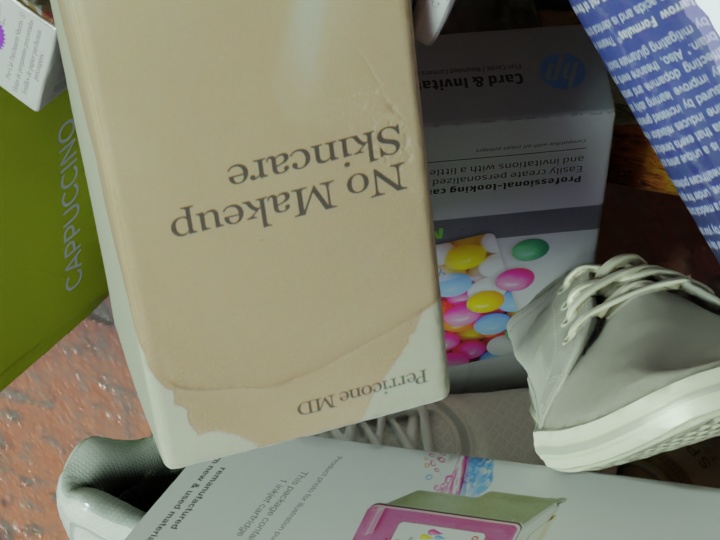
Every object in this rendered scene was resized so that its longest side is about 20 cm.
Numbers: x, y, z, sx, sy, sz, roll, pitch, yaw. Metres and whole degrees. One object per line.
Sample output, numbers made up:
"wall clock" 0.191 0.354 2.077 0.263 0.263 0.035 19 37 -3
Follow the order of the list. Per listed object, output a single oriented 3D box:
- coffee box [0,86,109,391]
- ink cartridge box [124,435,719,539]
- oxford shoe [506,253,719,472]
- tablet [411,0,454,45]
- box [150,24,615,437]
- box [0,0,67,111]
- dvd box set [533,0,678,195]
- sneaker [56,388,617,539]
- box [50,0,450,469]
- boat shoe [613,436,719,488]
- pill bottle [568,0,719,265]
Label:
"coffee box" -0.217 -0.050 0.893 0.198 0.200 0.200 30 142 24
"ink cartridge box" 0.037 0.137 0.814 0.200 0.085 0.145 6 128 33
"oxford shoe" 0.081 0.025 0.788 0.200 0.075 0.058 -166 64 -86
"tablet" 0.044 -0.171 0.731 0.014 0.200 0.130 15 137 -4
"box" 0.000 0.000 0.892 0.200 0.155 0.041 92 172 -55
"box" -0.054 -0.121 0.843 0.039 0.200 0.041 36 139 11
"dvd box set" 0.138 -0.084 0.811 0.200 0.029 0.147 13 125 40
"sneaker" -0.010 0.075 0.906 0.200 0.075 0.081 -14 136 8
"box" -0.034 -0.050 0.734 0.078 0.095 0.200 -114 12 -50
"boat shoe" 0.116 0.136 0.964 0.073 0.063 0.200 17 128 37
"pill bottle" 0.131 -0.056 0.721 0.111 0.111 0.200 -25 97 51
